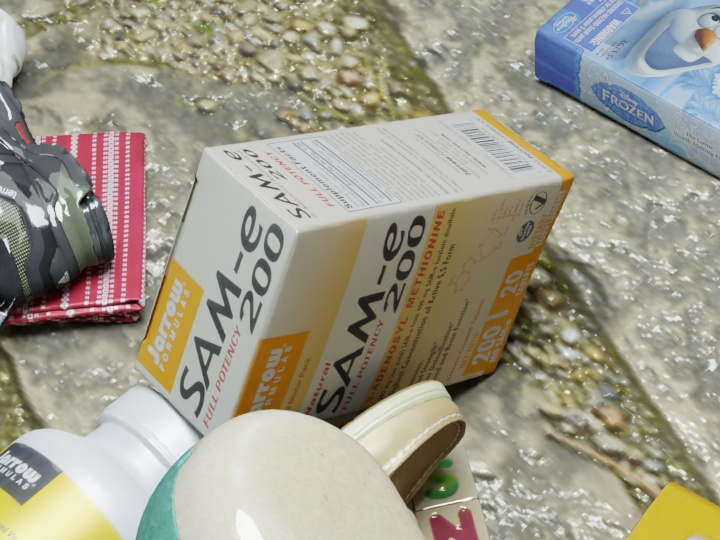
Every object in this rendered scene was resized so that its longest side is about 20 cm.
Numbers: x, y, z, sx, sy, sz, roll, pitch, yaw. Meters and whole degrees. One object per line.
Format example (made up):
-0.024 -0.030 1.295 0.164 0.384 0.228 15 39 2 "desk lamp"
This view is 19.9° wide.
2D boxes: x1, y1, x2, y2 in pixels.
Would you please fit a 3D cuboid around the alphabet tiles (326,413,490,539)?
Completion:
-0.015 0.156 0.998 0.166 0.006 0.200 -11 50 -3 "alphabet tiles"

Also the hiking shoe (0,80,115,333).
-0.226 -0.058 1.121 0.101 0.076 0.200 -37 64 -21 "hiking shoe"

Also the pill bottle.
-0.154 0.145 0.955 0.112 0.112 0.200 35 62 30 "pill bottle"

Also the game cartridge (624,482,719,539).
0.179 0.205 0.919 0.200 0.033 0.176 27 58 27 "game cartridge"

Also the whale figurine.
-0.014 0.157 0.876 0.104 0.200 0.159 -38 12 27 "whale figurine"

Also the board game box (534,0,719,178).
0.240 -0.139 1.192 0.199 0.043 0.200 33 61 27 "board game box"

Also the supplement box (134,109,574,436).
0.000 0.000 0.998 0.200 0.126 0.073 -13 43 -44 "supplement box"

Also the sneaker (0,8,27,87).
-0.303 -0.117 1.223 0.199 0.075 0.081 1 59 8 "sneaker"

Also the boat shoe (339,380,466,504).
-0.014 0.138 0.968 0.066 0.074 0.200 39 74 26 "boat shoe"

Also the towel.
-0.220 -0.018 1.159 0.199 0.023 0.145 -5 48 0 "towel"
